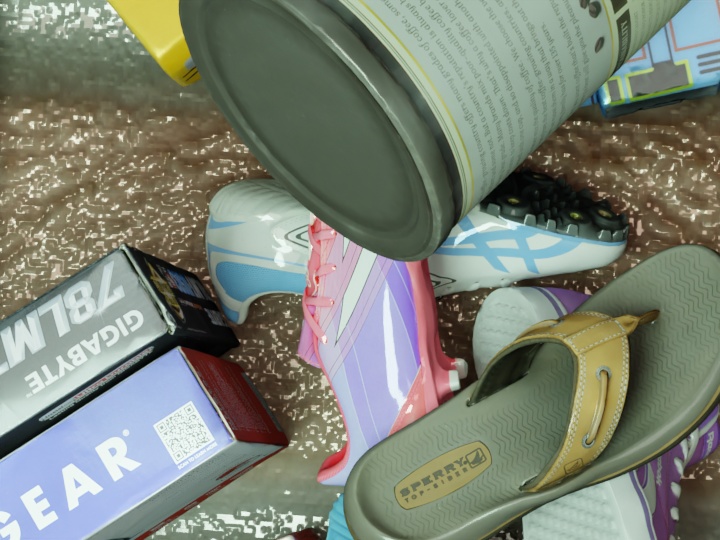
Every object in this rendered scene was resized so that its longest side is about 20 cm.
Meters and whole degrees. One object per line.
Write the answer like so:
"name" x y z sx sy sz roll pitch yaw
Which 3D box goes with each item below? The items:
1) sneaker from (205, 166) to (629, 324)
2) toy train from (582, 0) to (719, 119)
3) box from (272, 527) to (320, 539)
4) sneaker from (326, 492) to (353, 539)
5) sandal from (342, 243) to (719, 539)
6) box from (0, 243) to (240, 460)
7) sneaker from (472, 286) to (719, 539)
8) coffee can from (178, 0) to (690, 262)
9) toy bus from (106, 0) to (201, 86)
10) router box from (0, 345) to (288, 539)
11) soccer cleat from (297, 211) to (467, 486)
"sneaker" 0.027 -0.009 1.212 0.198 0.072 0.073 -1 112 2
"toy train" 0.082 -0.121 1.202 0.198 0.087 0.115 -12 91 4
"box" -0.095 0.205 1.189 0.199 0.095 0.103 -24 85 3
"sneaker" 0.061 0.163 1.166 0.076 0.081 0.200 -27 110 44
"sandal" 0.077 0.053 1.093 0.199 0.055 0.082 -28 56 -2
"box" -0.159 0.065 1.152 0.199 0.199 0.050 -33 85 1
"sneaker" 0.129 0.098 1.157 0.114 0.073 0.202 8 58 -35
"coffee can" 0.046 -0.123 1.056 0.146 0.146 0.200 45 70 6
"toy bus" -0.029 -0.176 1.217 0.200 0.078 0.065 -40 84 2
"router box" -0.137 0.111 1.157 0.199 0.179 0.049 -33 83 3
"soccer cleat" 0.000 0.000 1.146 0.076 0.067 0.202 -10 98 8
